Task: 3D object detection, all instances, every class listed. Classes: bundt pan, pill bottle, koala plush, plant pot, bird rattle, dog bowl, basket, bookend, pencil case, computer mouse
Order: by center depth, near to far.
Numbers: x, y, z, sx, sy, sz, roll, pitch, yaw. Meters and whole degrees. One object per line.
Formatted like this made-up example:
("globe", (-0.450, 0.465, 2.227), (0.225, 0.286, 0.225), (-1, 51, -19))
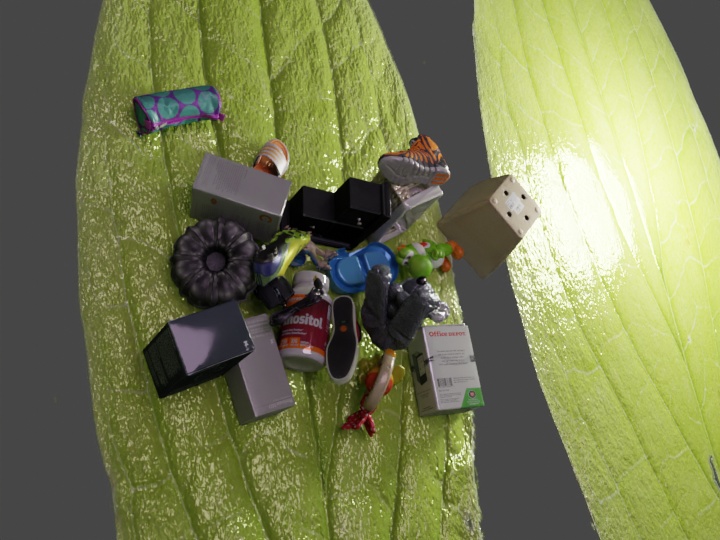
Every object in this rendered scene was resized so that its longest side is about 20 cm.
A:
("bundt pan", (-0.305, -0.019, 1.599), (0.197, 0.076, 0.207), (1, 81, -8))
("computer mouse", (-0.159, 0.032, 1.632), (0.138, 0.200, 0.047), (-28, 121, -8))
("pill bottle", (-0.121, 0.110, 1.678), (0.111, 0.113, 0.204), (18, 61, -24))
("bird rattle", (0.026, 0.260, 1.686), (0.111, 0.164, 0.201), (29, 46, 4))
("pencil case", (-0.411, -0.362, 1.716), (0.197, 0.086, 0.093), (-21, 66, -35))
("bookend", (-0.060, -0.141, 1.767), (0.195, 0.199, 0.094), (11, 64, -28))
("koala plush", (0.109, 0.080, 1.772), (0.175, 0.187, 0.199), (29, 27, 22))
("dog bowl", (0.000, 0.000, 1.837), (0.197, 0.049, 0.114), (-12, 77, -34))
("basket", (0.084, -0.172, 1.872), (0.134, 0.200, 0.125), (-26, 79, -36))
("plant pot", (0.363, -0.136, 2.038), (0.201, 0.177, 0.200), (49, 54, -5))

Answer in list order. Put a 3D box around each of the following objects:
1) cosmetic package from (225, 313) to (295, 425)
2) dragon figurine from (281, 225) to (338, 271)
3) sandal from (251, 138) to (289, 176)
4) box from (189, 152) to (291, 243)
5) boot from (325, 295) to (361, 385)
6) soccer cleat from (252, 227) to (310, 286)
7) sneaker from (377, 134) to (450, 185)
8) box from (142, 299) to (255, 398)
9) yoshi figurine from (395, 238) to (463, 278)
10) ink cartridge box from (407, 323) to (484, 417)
("cosmetic package", (-0.223, 0.208, 1.592), (0.105, 0.090, 0.203), (-13, 74, -38))
("dragon figurine", (-0.151, -0.049, 1.754), (0.195, 0.100, 0.060), (9, 59, 13))
("sandal", (-0.220, -0.236, 1.795), (0.079, 0.059, 0.209), (36, 56, -13))
("box", (-0.263, -0.156, 1.668), (0.196, 0.125, 0.099), (19, 60, -7))
("boot", (-0.029, 0.179, 1.690), (0.071, 0.145, 0.204), (-2, 57, 9))
("soccer cleat", (-0.170, -0.031, 1.628), (0.063, 0.085, 0.200), (13, 27, 21))
("sneaker", (0.114, -0.264, 1.785), (0.197, 0.078, 0.114), (8, 52, -35))
("box", (-0.318, 0.156, 1.484), (0.146, 0.199, 0.109), (-17, 79, -35))
("yoshi figurine", (0.174, -0.019, 1.902), (0.197, 0.111, 0.115), (-4, 97, -43))
("ink cartridge box", (0.203, 0.240, 1.838), (0.143, 0.084, 0.204), (2, 69, -31))
